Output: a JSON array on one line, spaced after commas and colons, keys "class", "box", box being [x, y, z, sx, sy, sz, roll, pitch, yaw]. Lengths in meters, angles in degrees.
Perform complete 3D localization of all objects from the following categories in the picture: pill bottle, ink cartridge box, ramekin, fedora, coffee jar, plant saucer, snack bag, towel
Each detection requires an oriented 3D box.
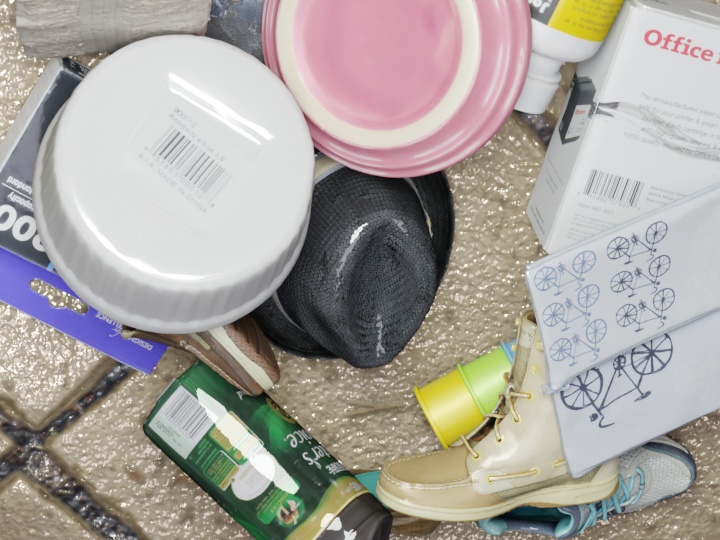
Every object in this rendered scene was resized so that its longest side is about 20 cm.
[{"class": "pill bottle", "box": [0.140, -0.218, 1.459, 0.111, 0.111, 0.201, 20, 110, -16]}, {"class": "ink cartridge box", "box": [0.227, -0.102, 1.539, 0.144, 0.084, 0.201, 13, 112, -13]}, {"class": "ink cartridge box", "box": [-0.190, -0.031, 1.536, 0.197, 0.043, 0.201, 27, 108, -20]}, {"class": "ramekin", "box": [-0.125, -0.064, 1.412, 0.199, 0.098, 0.202, 2, 77, -10]}, {"class": "fedora", "box": [0.000, 0.000, 1.527, 0.199, 0.092, 0.202, -11, 125, -16]}, {"class": "coffee jar", "box": [-0.066, 0.157, 1.559, 0.200, 0.104, 0.085, 43, 94, 10]}, {"class": "plant saucer", "box": [0.018, -0.163, 1.429, 0.199, 0.051, 0.202, 4, 101, 20]}, {"class": "snack bag", "box": [0.216, 0.048, 1.527, 0.187, 0.021, 0.201, -22, 121, -16]}, {"class": "towel", "box": [-0.165, -0.175, 1.377, 0.131, 0.200, 0.035, -4, 84, -6]}]

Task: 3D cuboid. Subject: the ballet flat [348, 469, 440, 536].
[{"class": "ballet flat", "box": [-0.022, 0.191, 1.658, 0.198, 0.068, 0.073, 1, 134, -13]}]

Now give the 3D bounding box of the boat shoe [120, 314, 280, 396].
[{"class": "boat shoe", "box": [-0.146, 0.024, 1.509, 0.075, 0.075, 0.203, -39, 104, 10]}]

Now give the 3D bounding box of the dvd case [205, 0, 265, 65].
[{"class": "dvd case", "box": [-0.048, -0.174, 1.503, 0.198, 0.022, 0.147, 12, 112, -14]}]

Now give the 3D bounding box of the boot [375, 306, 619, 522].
[{"class": "boot", "box": [0.110, 0.107, 1.559, 0.198, 0.073, 0.157, -4, 116, -15]}]

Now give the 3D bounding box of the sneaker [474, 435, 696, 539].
[{"class": "sneaker", "box": [0.179, 0.184, 1.661, 0.198, 0.086, 0.078, -7, 116, -5]}]

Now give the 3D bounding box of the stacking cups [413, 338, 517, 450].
[{"class": "stacking cups", "box": [0.141, 0.071, 1.627, 0.199, 0.061, 0.061, -29, 115, 0]}]
